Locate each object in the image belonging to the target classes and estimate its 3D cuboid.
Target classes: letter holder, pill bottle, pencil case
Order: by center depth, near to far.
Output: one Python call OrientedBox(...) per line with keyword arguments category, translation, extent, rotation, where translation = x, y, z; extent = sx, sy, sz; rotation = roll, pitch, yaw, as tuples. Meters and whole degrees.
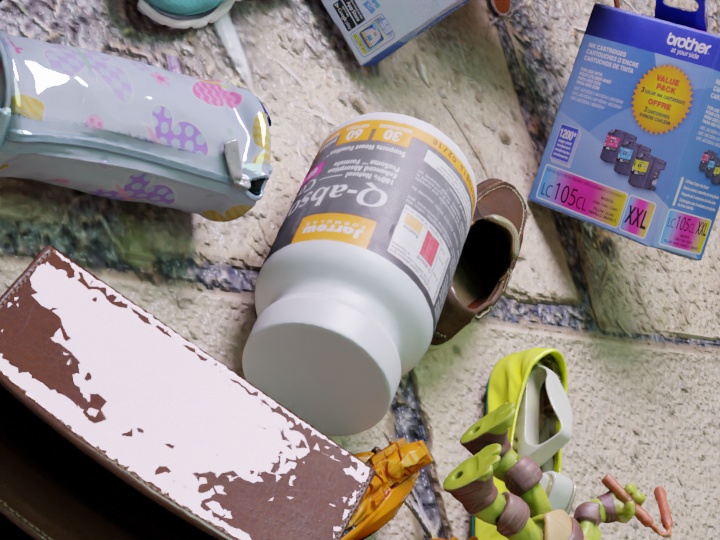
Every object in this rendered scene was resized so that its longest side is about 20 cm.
OrientedBox(category="letter holder", translation=(-0.118, 0.112, 0.733), extent=(0.199, 0.101, 0.142), rotation=(35, 44, -1))
OrientedBox(category="pencil case", translation=(-0.145, -0.080, 0.883), extent=(0.199, 0.083, 0.091), rotation=(10, 36, -42))
OrientedBox(category="pill bottle", translation=(0.000, 0.000, 0.963), extent=(0.116, 0.116, 0.201), rotation=(43, 41, -19))

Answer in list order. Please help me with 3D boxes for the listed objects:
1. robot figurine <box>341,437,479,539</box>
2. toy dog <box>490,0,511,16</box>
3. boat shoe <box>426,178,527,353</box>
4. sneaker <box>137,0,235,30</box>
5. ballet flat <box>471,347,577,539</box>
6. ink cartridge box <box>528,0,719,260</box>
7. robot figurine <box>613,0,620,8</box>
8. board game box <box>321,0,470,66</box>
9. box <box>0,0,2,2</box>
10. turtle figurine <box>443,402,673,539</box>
OrientedBox(category="robot figurine", translation=(-0.012, 0.178, 0.878), extent=(0.200, 0.058, 0.146), rotation=(-28, 86, -52))
OrientedBox(category="toy dog", translation=(0.130, -0.278, 1.291), extent=(0.096, 0.132, 0.199), rotation=(43, 45, 17))
OrientedBox(category="boat shoe", translation=(0.089, -0.011, 1.097), extent=(0.075, 0.075, 0.203), rotation=(49, 40, -12))
OrientedBox(category="sneaker", translation=(-0.086, -0.226, 1.041), extent=(0.200, 0.079, 0.078), rotation=(-33, 90, -44))
OrientedBox(category="ballet flat", translation=(0.117, 0.137, 1.038), extent=(0.067, 0.067, 0.201), rotation=(33, 45, -30))
OrientedBox(category="ink cartridge box", translation=(0.232, -0.126, 1.204), extent=(0.076, 0.136, 0.202), rotation=(13, 99, -45))
OrientedBox(category="robot figurine", translation=(0.173, -0.298, 1.193), extent=(0.200, 0.116, 0.145), rotation=(42, 38, -34))
OrientedBox(category="board game box", translation=(0.035, -0.290, 1.122), extent=(0.201, 0.198, 0.043), rotation=(60, 20, 1))
OrientedBox(category="box", translation=(-0.242, -0.222, 0.780), extent=(0.199, 0.198, 0.124), rotation=(-12, 77, -49))
OrientedBox(category="turtle figurine", translation=(0.123, 0.164, 0.959), extent=(0.162, 0.064, 0.200), rotation=(51, 43, -11))
